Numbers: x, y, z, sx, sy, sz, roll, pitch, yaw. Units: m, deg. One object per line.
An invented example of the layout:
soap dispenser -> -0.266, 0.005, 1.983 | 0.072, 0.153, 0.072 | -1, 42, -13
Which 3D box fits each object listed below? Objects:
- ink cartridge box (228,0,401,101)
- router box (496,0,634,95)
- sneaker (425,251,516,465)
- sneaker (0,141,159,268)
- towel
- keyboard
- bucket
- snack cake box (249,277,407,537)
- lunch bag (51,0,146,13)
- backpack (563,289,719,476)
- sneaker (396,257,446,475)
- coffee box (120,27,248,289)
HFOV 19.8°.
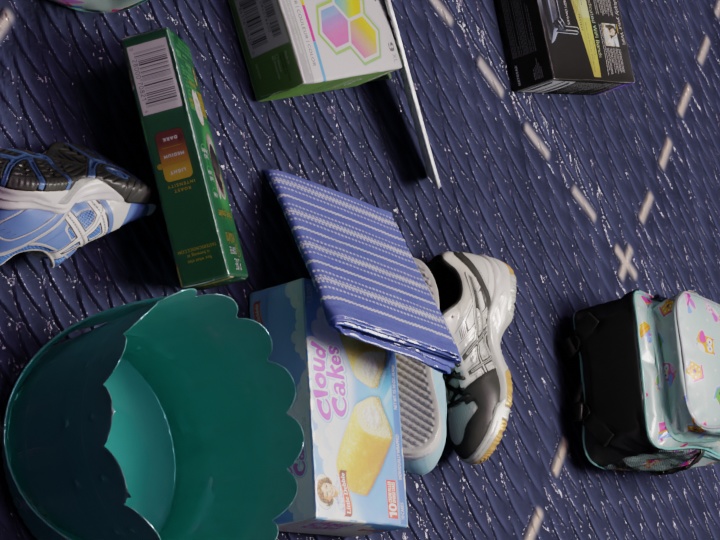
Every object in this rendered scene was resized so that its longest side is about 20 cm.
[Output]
ink cartridge box -> -0.024, -0.217, 1.838 | 0.199, 0.059, 0.105 | -15, 89, -51
router box -> 0.204, -0.285, 2.135 | 0.157, 0.052, 0.202 | -3, 80, -51
sneaker -> 0.087, 0.077, 1.877 | 0.087, 0.076, 0.201 | 17, 61, -28
sneaker -> -0.226, -0.048, 1.550 | 0.200, 0.075, 0.077 | -4, 120, -59
towel -> 0.000, 0.000, 1.743 | 0.144, 0.024, 0.201 | 21, 30, -36
keyboard -> 0.043, -0.175, 1.893 | 0.056, 0.011, 0.201 | -97, 171, -74
bucket -> -0.155, 0.125, 1.511 | 0.207, 0.134, 0.209 | 21, 62, -45
snack cake box -> -0.027, 0.116, 1.718 | 0.115, 0.067, 0.202 | 13, 68, -48
lunch bag -> -0.215, -0.268, 1.551 | 0.199, 0.160, 0.078 | 18, 64, -46
backpack -> 0.317, 0.113, 2.065 | 0.200, 0.153, 0.177 | 19, 58, -52
sneaker -> 0.039, 0.088, 1.822 | 0.082, 0.073, 0.201 | 79, 10, -59
coffee box -> -0.138, -0.085, 1.627 | 0.123, 0.044, 0.201 | -7, 82, -88
